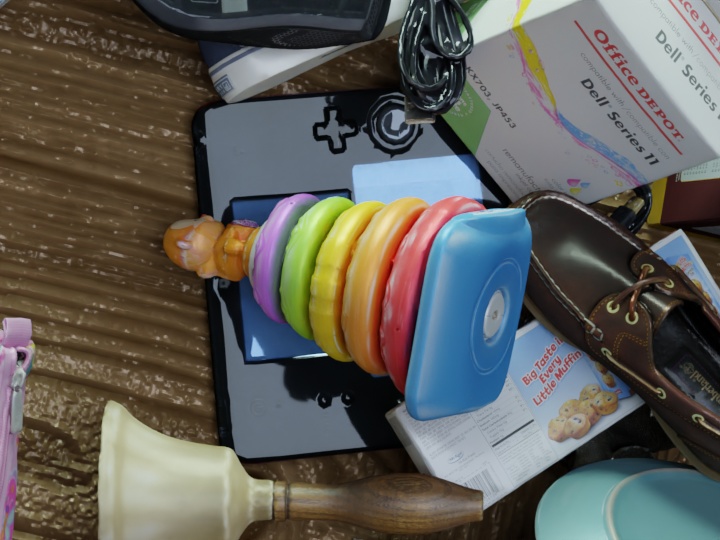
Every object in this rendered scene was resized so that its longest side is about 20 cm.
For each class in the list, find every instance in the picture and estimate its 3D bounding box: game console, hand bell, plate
[{"bbox_3d":[0.000,0.000,1.616,0.176,0.031,0.201,-5,90,-18],"label":"game console"},{"bbox_3d":[-0.035,0.121,1.532,0.199,0.104,0.105,0,89,2],"label":"hand bell"},{"bbox_3d":[0.189,0.156,1.534,0.199,0.201,0.026,11,121,-18],"label":"plate"}]

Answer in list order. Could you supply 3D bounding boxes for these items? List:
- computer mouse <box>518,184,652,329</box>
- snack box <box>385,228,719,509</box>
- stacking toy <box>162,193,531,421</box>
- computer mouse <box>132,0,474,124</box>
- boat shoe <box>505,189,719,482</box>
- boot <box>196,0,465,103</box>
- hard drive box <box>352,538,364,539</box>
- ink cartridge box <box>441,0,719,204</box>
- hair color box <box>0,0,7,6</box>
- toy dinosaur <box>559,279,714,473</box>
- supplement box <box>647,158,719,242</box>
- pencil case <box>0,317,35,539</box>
[{"bbox_3d":[0.100,0.026,1.614,0.059,0.034,0.200,38,79,-12],"label":"computer mouse"},{"bbox_3d":[0.114,0.057,1.587,0.199,0.024,0.072,-31,87,-19],"label":"snack box"},{"bbox_3d":[-0.016,0.001,1.535,0.199,0.116,0.110,14,101,25],"label":"stacking toy"},{"bbox_3d":[-0.040,-0.153,1.535,0.199,0.053,0.139,7,75,-19],"label":"computer mouse"},{"bbox_3d":[0.157,0.029,1.555,0.200,0.070,0.070,43,72,1],"label":"boat shoe"},{"bbox_3d":[-0.006,-0.171,1.595,0.199,0.073,0.091,-24,87,-21],"label":"boot"},{"bbox_3d":[0.105,0.202,1.581,0.199,0.156,0.077,10,86,-18],"label":"hard drive box"},{"bbox_3d":[0.134,-0.108,1.548,0.117,0.200,0.067,49,54,-16],"label":"ink cartridge box"},{"bbox_3d":[-0.154,-0.209,1.532,0.200,0.100,0.061,-43,99,-14],"label":"hair color box"},{"bbox_3d":[0.173,0.064,1.659,0.199,0.077,0.103,-31,110,-21],"label":"toy dinosaur"},{"bbox_3d":[0.273,-0.111,1.617,0.132,0.200,0.198,11,86,-18],"label":"supplement box"},{"bbox_3d":[-0.217,0.121,1.514,0.087,0.087,0.201,8,87,-18],"label":"pencil case"}]
